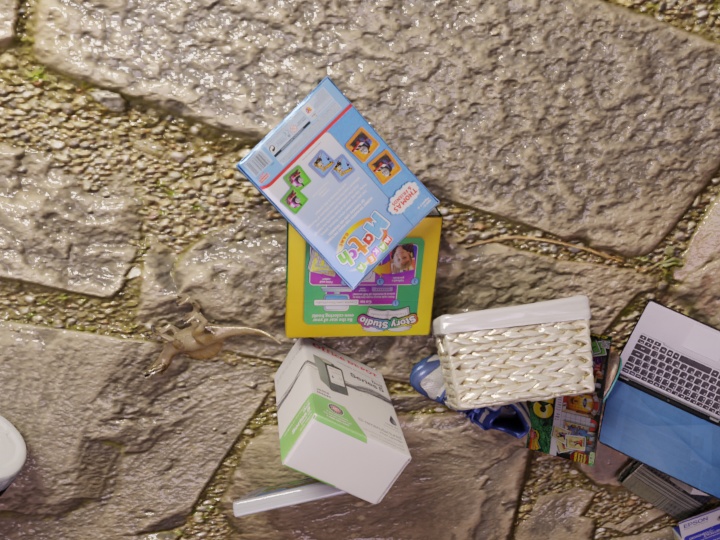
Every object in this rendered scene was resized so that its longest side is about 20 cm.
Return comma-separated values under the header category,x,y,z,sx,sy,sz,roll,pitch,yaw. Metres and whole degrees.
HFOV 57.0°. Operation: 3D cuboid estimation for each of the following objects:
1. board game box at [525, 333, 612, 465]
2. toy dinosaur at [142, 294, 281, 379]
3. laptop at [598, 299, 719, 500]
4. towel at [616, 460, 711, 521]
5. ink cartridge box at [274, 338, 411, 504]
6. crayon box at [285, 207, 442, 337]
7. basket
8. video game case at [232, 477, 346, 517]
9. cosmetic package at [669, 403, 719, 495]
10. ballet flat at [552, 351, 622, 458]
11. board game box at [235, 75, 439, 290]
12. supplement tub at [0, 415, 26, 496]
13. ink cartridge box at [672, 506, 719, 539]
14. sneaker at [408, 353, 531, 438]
category,x,y,z,sx,sy,sz,roll,pitch,yaw
board game box,0.308,0.185,0.989,0.103,0.023,0.203,10,108,28
toy dinosaur,-0.214,0.084,0.896,0.197,0.059,0.102,-18,131,8
laptop,0.471,0.182,0.965,0.185,0.116,0.202,24,107,8
towel,0.562,0.332,1.140,0.199,0.035,0.193,32,109,-23
ink cartridge box,-0.031,0.190,0.884,0.144,0.200,0.085,29,105,-20
crayon box,0.000,0.000,0.880,0.197,0.058,0.175,0,116,-9
basket,0.203,0.113,0.892,0.197,0.136,0.125,-8,82,0
video game case,-0.072,0.315,0.960,0.197,0.182,0.022,-11,77,-4
cosmetic package,0.598,0.262,1.066,0.149,0.052,0.203,11,98,-23
ballet flat,0.329,0.204,1.024,0.066,0.068,0.202,22,109,0
board game box,-0.026,-0.102,0.794,0.151,0.037,0.200,-44,97,-4
supplement tub,-0.555,0.294,0.890,0.122,0.123,0.200,37,103,-22
ink cartridge box,0.676,0.480,1.216,0.195,0.047,0.202,-21,115,2
sneaker,0.168,0.186,0.975,0.197,0.088,0.076,18,113,-15
